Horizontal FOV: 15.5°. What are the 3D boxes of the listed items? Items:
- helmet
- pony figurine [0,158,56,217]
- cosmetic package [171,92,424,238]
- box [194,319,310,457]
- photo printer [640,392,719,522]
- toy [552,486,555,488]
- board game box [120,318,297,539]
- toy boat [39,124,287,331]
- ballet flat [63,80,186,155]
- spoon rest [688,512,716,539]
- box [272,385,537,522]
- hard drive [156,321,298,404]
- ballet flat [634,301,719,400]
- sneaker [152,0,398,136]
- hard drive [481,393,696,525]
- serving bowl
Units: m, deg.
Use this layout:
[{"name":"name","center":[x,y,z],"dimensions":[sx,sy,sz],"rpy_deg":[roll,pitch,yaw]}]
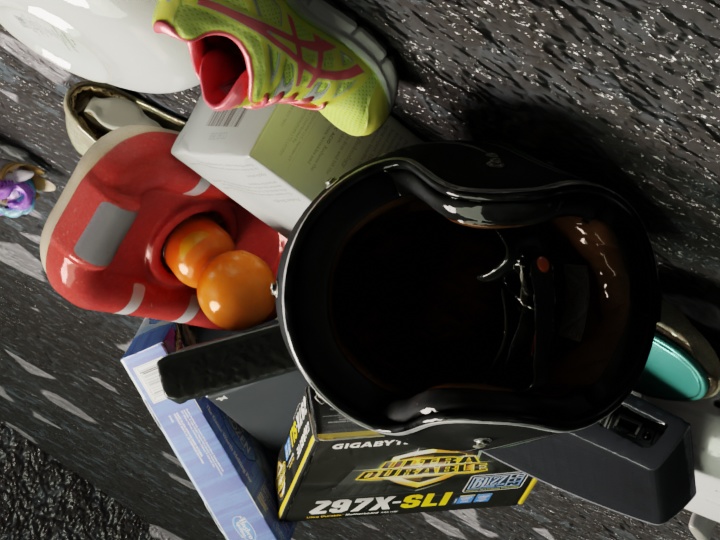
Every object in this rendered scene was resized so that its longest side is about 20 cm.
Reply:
[{"name":"helmet","center":[0.054,0.014,1.542],"dimensions":[0.191,0.200,0.200],"rpy_deg":[5,154,43]},{"name":"pony figurine","center":[-0.373,-0.092,2.200],"dimensions":[0.200,0.167,0.193],"rpy_deg":[22,-162,14]},{"name":"cosmetic package","center":[-0.006,-0.051,1.670],"dimensions":[0.200,0.081,0.113],"rpy_deg":[35,166,-29]},{"name":"box","center":[-0.050,0.070,2.066],"dimensions":[0.079,0.141,0.200],"rpy_deg":[-23,144,18]},{"name":"photo printer","center":[0.261,0.122,1.757],"dimensions":[0.166,0.070,0.200],"rpy_deg":[21,166,6]},{"name":"toy","center":[0.134,0.098,1.836],"dimensions":[0.115,0.047,0.200],"rpy_deg":[43,169,-6]},{"name":"board game box","center":[-0.101,0.100,2.091],"dimensions":[0.043,0.199,0.200],"rpy_deg":[-22,110,19]},{"name":"toy boat","center":[-0.099,-0.009,1.718],"dimensions":[0.200,0.131,0.131],"rpy_deg":[10,-152,-47]},{"name":"ballet flat","center":[-0.130,-0.077,1.868],"dimensions":[0.200,0.067,0.062],"rpy_deg":[24,159,19]},{"name":"spoon rest","center":[0.339,0.181,1.895],"dimensions":[0.200,0.061,0.099],"rpy_deg":[9,161,22]},{"name":"box","center":[0.043,0.134,2.002],"dimensions":[0.200,0.049,0.160],"rpy_deg":[-3,154,-15]},{"name":"hard drive","center":[-0.056,0.051,1.722],"dimensions":[0.139,0.033,0.200],"rpy_deg":[-15,180,-1]},{"name":"ballet flat","center":[0.155,0.032,1.666],"dimensions":[0.200,0.062,0.068],"rpy_deg":[13,135,42]},{"name":"sneaker","center":[-0.054,-0.121,1.485],"dimensions":[0.078,0.090,0.200],"rpy_deg":[15,162,42]},{"name":"hard drive","center":[0.115,0.093,1.680],"dimensions":[0.200,0.042,0.135],"rpy_deg":[24,160,19]},{"name":"serving bowl","center":[-0.173,-0.166,1.622],"dimensions":[0.200,0.066,0.200],"rpy_deg":[29,167,7]}]
